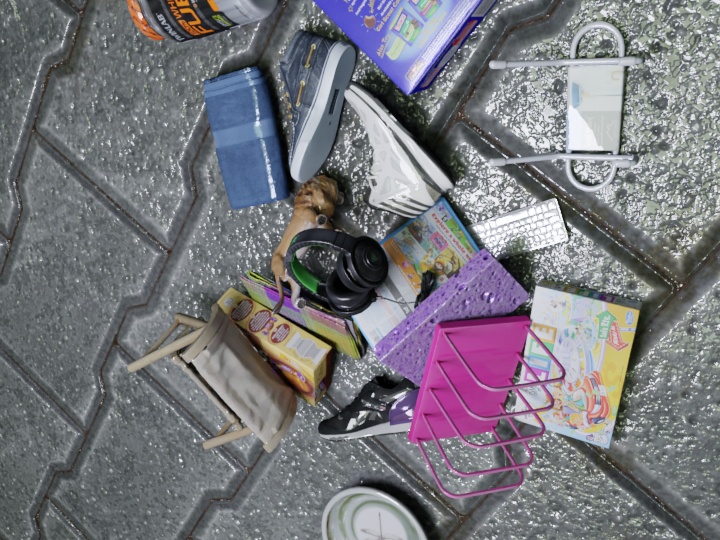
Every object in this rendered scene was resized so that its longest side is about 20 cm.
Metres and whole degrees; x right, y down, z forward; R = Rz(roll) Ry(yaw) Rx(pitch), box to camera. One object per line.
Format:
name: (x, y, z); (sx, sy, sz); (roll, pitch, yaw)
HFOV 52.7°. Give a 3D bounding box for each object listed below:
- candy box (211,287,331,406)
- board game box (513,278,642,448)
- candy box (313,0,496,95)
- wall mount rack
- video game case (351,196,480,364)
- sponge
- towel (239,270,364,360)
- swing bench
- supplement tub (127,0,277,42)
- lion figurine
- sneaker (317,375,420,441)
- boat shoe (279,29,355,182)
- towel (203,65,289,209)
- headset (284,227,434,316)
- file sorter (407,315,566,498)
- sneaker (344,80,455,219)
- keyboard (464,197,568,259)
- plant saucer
candy box: (-0.140, 0.121, 1.158); (0.198, 0.057, 0.117); (28, 146, 16)
board game box: (0.288, 0.125, 0.974); (0.133, 0.034, 0.203); (13, 112, 24)
candy box: (0.053, -0.357, 0.919); (0.200, 0.077, 0.169); (46, 122, 6)
wall mount rack: (0.247, -0.191, 0.871); (0.171, 0.074, 0.203); (5, 108, 26)
video game case: (0.074, 0.015, 1.006); (0.199, 0.018, 0.144); (-35, 79, 8)
sponge: (0.120, 0.068, 0.960); (0.200, 0.111, 0.030); (-42, 45, 9)
towel: (-0.084, 0.070, 1.113); (0.198, 0.023, 0.144); (23, 158, 20)
swing bench: (-0.215, 0.166, 1.125); (0.199, 0.130, 0.200); (-14, 120, 46)
supplement tub: (-0.225, -0.396, 1.025); (0.197, 0.122, 0.124); (-6, 103, 29)
lion figurine: (-0.087, -0.042, 1.045); (0.201, 0.072, 0.122); (-54, 35, 4)
sneaker: (0.019, 0.211, 1.133); (0.198, 0.075, 0.089); (-15, 84, 27)
boat shoe: (-0.078, -0.234, 1.031); (0.090, 0.071, 0.203); (26, 104, 22)
towel: (-0.170, -0.200, 1.103); (0.110, 0.048, 0.203); (-4, 103, 29)
headset: (0.000, 0.000, 0.957); (0.198, 0.095, 0.124); (24, 144, -2)
file sorter: (0.165, 0.182, 0.953); (0.126, 0.137, 0.202); (-121, 34, -51)
sneaker: (0.024, -0.153, 0.986); (0.115, 0.076, 0.201); (-43, 86, 15)
keyboard: (0.181, -0.042, 0.991); (0.198, 0.011, 0.057); (-17, 97, 30)
plant saucer: (0.031, 0.439, 1.199); (0.197, 0.050, 0.203); (9, 110, 24)
